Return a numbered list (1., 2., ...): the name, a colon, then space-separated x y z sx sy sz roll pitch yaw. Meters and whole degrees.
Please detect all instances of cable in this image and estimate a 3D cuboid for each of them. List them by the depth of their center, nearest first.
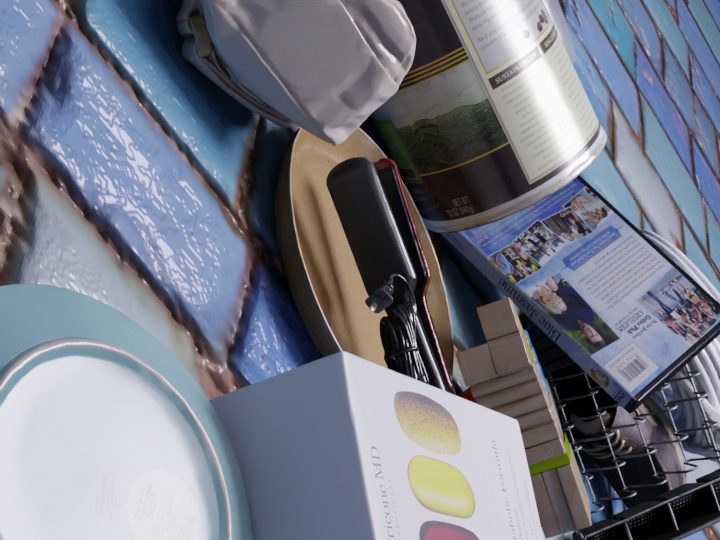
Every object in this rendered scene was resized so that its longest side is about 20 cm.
1. cable: 0.255 0.058 1.372 0.201 0.069 0.200 62 -9 -2

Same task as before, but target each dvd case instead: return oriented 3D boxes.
1. dvd case: 0.165 0.001 1.220 0.200 0.018 0.142 44 46 15

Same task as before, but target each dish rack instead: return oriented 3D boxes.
1. dish rack: 0.198 0.103 1.238 0.055 0.152 0.202 158 -89 -75

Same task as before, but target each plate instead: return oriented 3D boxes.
1. plate: -0.109 0.096 0.684 0.199 0.025 0.202 29 47 -38

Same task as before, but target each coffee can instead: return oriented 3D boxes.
1. coffee can: 0.065 -0.149 1.143 0.201 0.145 0.147 62 25 -17

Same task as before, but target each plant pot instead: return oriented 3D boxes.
1. plant pot: 0.000 0.000 1.038 0.200 0.027 0.201 47 32 -42

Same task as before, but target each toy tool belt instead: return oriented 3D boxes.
1. toy tool belt: -0.060 -0.173 0.963 0.200 0.125 0.123 46 9 -27

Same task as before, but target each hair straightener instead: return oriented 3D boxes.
1. hair straightener: 0.017 0.029 0.984 0.077 0.041 0.202 1 75 -64

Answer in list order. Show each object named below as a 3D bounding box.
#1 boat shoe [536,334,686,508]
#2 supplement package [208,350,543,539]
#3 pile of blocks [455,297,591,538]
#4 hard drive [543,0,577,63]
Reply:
1. boat shoe: 0.188 0.116 1.308 0.073 0.074 0.201 -34 96 -53
2. supplement package: 0.004 0.127 0.847 0.200 0.109 0.115 25 49 -57
3. pile of blocks: 0.102 0.101 1.140 0.082 0.062 0.201 -94 163 -59
4. hard drive: 0.065 -0.220 1.224 0.042 0.134 0.201 -47 116 -47
